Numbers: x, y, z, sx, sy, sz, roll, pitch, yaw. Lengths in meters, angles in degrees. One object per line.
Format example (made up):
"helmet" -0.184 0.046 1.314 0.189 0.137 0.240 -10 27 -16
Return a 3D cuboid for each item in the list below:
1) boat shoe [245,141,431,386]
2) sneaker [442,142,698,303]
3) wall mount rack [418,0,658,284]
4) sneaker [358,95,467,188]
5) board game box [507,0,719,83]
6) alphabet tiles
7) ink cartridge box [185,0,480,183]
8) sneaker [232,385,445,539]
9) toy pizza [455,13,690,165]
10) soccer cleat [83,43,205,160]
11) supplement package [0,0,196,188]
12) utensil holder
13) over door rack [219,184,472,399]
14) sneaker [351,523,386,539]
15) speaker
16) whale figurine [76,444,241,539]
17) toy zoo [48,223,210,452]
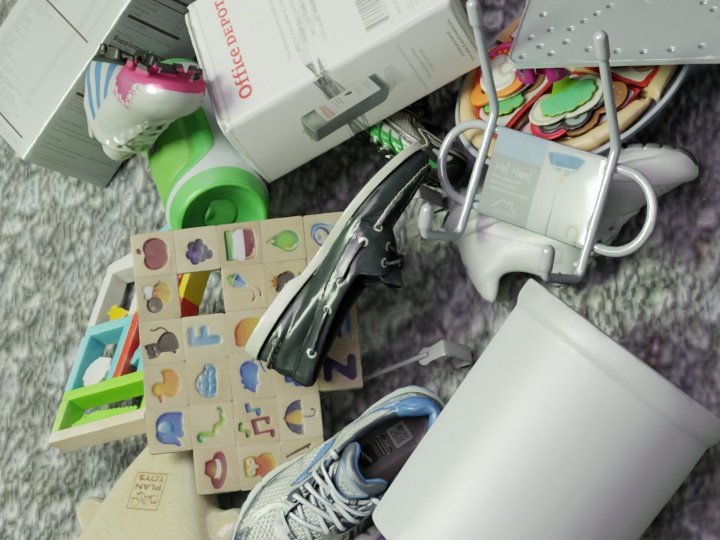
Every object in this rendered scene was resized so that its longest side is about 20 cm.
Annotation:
"boat shoe" -0.001 0.000 1.458 0.066 0.075 0.200 38 87 10
"sneaker" 0.163 -0.039 1.480 0.199 0.074 0.088 -22 81 22
"wall mount rack" 0.120 -0.090 1.401 0.199 0.074 0.176 21 99 39
"sneaker" 0.025 -0.144 1.574 0.085 0.078 0.200 -42 58 8
"board game box" 0.225 -0.207 1.460 0.198 0.026 0.201 1 44 21
"alphabet tiles" -0.083 0.063 1.494 0.165 0.008 0.202 -6 82 1
"ink cartridge box" -0.022 -0.182 1.531 0.199 0.085 0.146 -27 50 10
"sneaker" -0.017 0.153 1.434 0.200 0.085 0.077 -43 89 -7
"toy pizza" 0.157 -0.156 1.493 0.199 0.032 0.201 -21 41 19
"soccer cleat" -0.168 -0.123 1.536 0.200 0.069 0.087 -151 71 -68
"supplement package" -0.224 -0.191 1.686 0.114 0.109 0.201 45 105 32
"utensil holder" 0.127 0.136 1.371 0.170 0.170 0.201 38 95 32
"over door rack" -0.024 0.024 1.547 0.198 0.067 0.149 -18 66 21
"sneaker" -0.015 0.279 1.449 0.088 0.081 0.201 31 74 7
"speaker" -0.131 -0.092 1.598 0.088 0.088 0.201 -39 36 10
"whale figurine" -0.143 0.198 1.531 0.158 0.104 0.202 -1 63 27
"toy zoo" -0.178 0.045 1.602 0.131 0.020 0.202 -16 48 45
